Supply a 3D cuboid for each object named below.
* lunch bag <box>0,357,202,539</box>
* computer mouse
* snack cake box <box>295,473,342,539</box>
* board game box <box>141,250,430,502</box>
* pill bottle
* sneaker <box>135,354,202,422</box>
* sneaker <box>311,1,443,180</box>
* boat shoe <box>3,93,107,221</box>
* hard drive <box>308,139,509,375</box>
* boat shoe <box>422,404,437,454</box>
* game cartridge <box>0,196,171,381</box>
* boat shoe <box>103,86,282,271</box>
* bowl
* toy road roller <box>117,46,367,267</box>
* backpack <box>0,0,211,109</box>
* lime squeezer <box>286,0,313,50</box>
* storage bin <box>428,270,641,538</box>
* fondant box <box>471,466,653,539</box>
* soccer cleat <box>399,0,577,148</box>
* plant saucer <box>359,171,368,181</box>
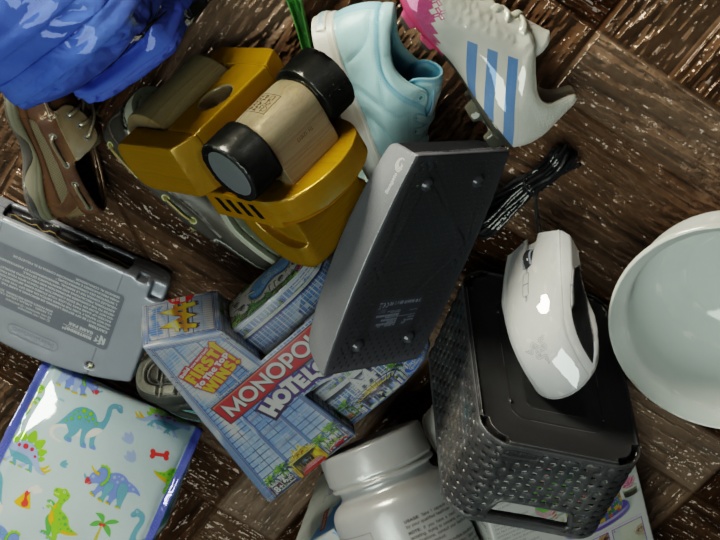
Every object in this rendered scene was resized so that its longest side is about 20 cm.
[{"bbox_3d":[-0.263,0.213,1.717,0.170,0.200,0.127,23,149,-1],"label":"lunch bag"},{"bbox_3d":[0.141,0.004,1.461,0.110,0.200,0.044,-29,145,32],"label":"computer mouse"},{"bbox_3d":[0.038,0.277,1.733,0.200,0.115,0.067,42,127,-16],"label":"snack cake box"},{"bbox_3d":[-0.077,0.071,1.559,0.200,0.062,0.200,-40,121,18],"label":"board game box"},{"bbox_3d":[0.045,0.240,1.616,0.113,0.113,0.200,-22,89,29],"label":"pill bottle"},{"bbox_3d":[-0.101,0.100,1.687,0.200,0.075,0.079,-2,147,17],"label":"sneaker"},{"bbox_3d":[0.034,-0.124,1.469,0.082,0.074,0.200,-15,124,21],"label":"sneaker"},{"bbox_3d":[-0.251,-0.126,1.558,0.072,0.076,0.200,5,136,9],"label":"boat shoe"},{"bbox_3d":[0.034,-0.014,1.466,0.042,0.135,0.200,38,118,31],"label":"hard drive"},{"bbox_3d":[0.107,0.200,1.683,0.069,0.071,0.200,-25,116,28],"label":"boat shoe"},{"bbox_3d":[-0.282,0.020,1.685,0.200,0.040,0.133,24,118,-1],"label":"game cartridge"},{"bbox_3d":[-0.130,-0.068,1.563,0.201,0.072,0.061,45,133,-12],"label":"boat shoe"},{"bbox_3d":[0.303,0.024,1.483,0.201,0.090,0.201,9,127,12],"label":"bowl"},{"bbox_3d":[-0.078,-0.085,1.457,0.200,0.123,0.146,14,143,49],"label":"toy road roller"},{"bbox_3d":[-0.210,-0.214,1.394,0.168,0.200,0.162,44,125,-16],"label":"backpack"},{"bbox_3d":[-0.060,-0.226,1.430,0.038,0.071,0.200,-18,150,9],"label":"lime squeezer"},{"bbox_3d":[0.138,0.106,1.511,0.135,0.200,0.094,12,129,-13],"label":"storage bin"},{"bbox_3d":[0.176,0.222,1.636,0.144,0.058,0.200,-23,119,-11],"label":"fondant box"},{"bbox_3d":[0.092,-0.186,1.417,0.086,0.070,0.200,-31,115,16],"label":"soccer cleat"},{"bbox_3d":[0.000,0.000,1.604,0.070,0.019,0.200,-1,124,18],"label":"plant saucer"}]
